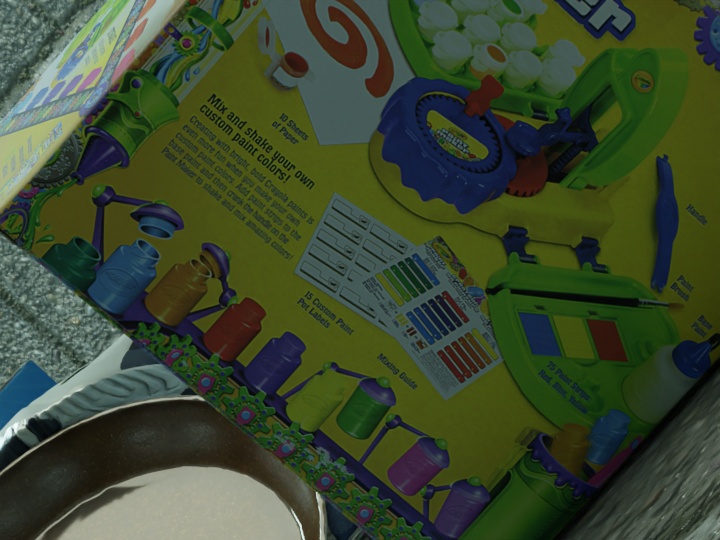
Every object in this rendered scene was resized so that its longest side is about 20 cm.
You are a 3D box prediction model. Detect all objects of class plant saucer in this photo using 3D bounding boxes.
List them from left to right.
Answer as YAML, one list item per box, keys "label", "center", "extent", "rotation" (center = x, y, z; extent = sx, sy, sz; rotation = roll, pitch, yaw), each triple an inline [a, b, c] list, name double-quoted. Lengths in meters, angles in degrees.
- label: "plant saucer"
  center: [-0.098, 0.140, 1.138]
  extent: [0.200, 0.035, 0.201]
  rotation: [-18, 42, 17]

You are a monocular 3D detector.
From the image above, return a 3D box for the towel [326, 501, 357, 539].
- label: "towel"
  center: [0.000, 0.000, 1.192]
  extent: [0.024, 0.200, 0.147]
  rotation: [12, 49, 38]

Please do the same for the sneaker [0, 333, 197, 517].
- label: "sneaker"
  center: [-0.087, 0.040, 1.280]
  extent: [0.199, 0.080, 0.130]
  rotation: [-33, 24, -7]

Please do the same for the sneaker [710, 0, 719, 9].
- label: "sneaker"
  center: [0.108, -0.071, 0.999]
  extent: [0.200, 0.115, 0.075]
  rotation: [-49, 4, -5]

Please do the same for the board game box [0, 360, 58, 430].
- label: "board game box"
  center: [-0.226, 0.159, 1.318]
  extent: [0.200, 0.056, 0.196]
  rotation: [-47, 4, 23]

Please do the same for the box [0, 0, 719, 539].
- label: "box"
  center: [0.020, -0.037, 0.881]
  extent: [0.193, 0.200, 0.122]
  rotation: [-47, 16, 6]
